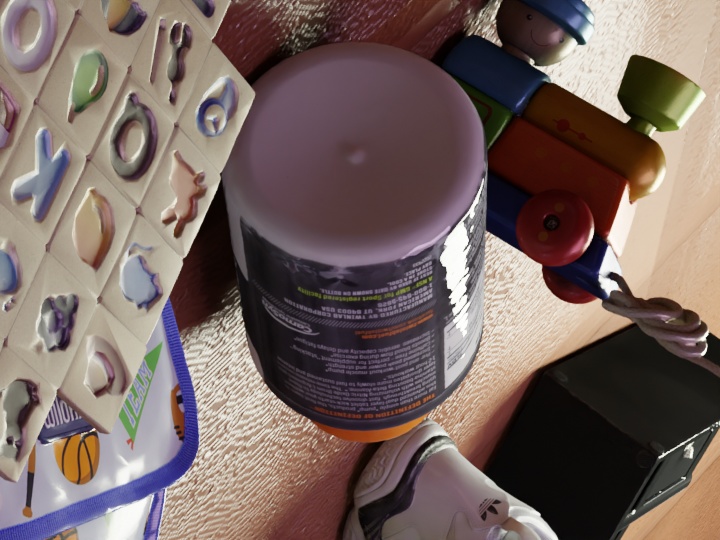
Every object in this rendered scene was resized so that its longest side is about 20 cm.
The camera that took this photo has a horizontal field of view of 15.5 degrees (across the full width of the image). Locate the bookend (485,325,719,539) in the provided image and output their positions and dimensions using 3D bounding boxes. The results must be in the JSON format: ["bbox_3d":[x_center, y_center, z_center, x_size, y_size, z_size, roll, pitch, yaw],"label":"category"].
[{"bbox_3d":[0.154,0.146,1.720,0.199,0.092,0.200,-20,142,-58],"label":"bookend"}]

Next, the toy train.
[{"bbox_3d":[0.116,-0.042,1.169,0.116,0.200,0.085,-57,160,-5],"label":"toy train"}]

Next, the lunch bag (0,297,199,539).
[{"bbox_3d":[-0.145,0.076,0.899,0.170,0.124,0.200,-16,123,-60],"label":"lunch bag"}]

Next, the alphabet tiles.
[{"bbox_3d":[-0.095,-0.044,0.828,0.166,0.006,0.200,49,57,-51],"label":"alphabet tiles"}]

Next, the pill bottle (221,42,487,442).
[{"bbox_3d":[0.000,0.000,1.110,0.106,0.106,0.200,-46,159,-21],"label":"pill bottle"}]

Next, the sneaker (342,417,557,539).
[{"bbox_3d":[0.049,0.175,1.497,0.075,0.115,0.200,-41,157,-31],"label":"sneaker"}]
